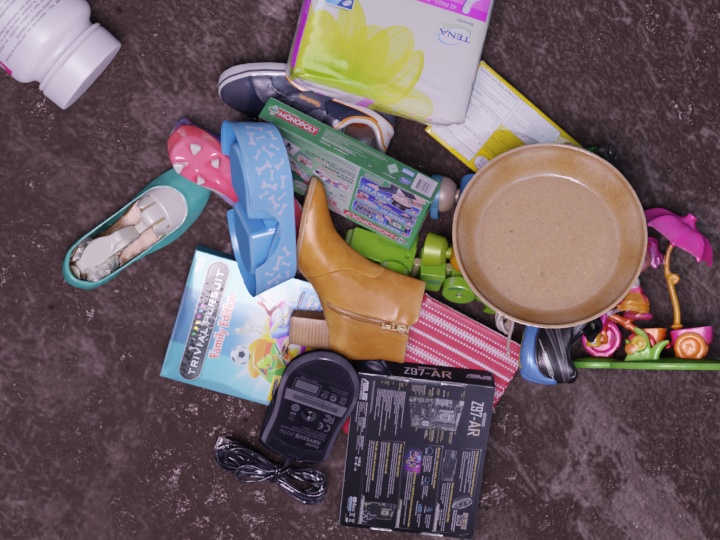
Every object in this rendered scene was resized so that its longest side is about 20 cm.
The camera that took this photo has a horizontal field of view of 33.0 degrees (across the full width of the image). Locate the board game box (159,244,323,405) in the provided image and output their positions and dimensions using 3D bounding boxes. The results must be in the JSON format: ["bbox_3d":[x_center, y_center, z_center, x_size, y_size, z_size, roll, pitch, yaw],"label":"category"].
[{"bbox_3d":[-0.112,0.072,1.386,0.200,0.047,0.151,16,97,-8],"label":"board game box"}]

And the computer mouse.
[{"bbox_3d":[-0.067,0.160,1.359,0.138,0.053,0.200,24,116,-9],"label":"computer mouse"}]

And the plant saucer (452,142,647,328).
[{"bbox_3d":[0.195,-0.033,1.265,0.200,0.035,0.201,-1,74,3],"label":"plant saucer"}]

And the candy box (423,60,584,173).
[{"bbox_3d":[0.179,-0.137,1.388,0.200,0.026,0.102,39,93,-10],"label":"candy box"}]

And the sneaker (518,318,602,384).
[{"bbox_3d":[0.235,0.041,1.369,0.083,0.071,0.200,15,64,9],"label":"sneaker"}]

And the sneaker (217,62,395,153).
[{"bbox_3d":[-0.058,-0.171,1.325,0.199,0.078,0.080,7,64,-7],"label":"sneaker"}]

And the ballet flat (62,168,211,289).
[{"bbox_3d":[-0.246,-0.044,1.343,0.200,0.070,0.067,-38,97,1],"label":"ballet flat"}]

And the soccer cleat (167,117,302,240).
[{"bbox_3d":[-0.130,-0.096,1.349,0.200,0.077,0.067,36,114,-29],"label":"soccer cleat"}]

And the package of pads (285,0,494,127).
[{"bbox_3d":[0.031,-0.244,1.280,0.200,0.068,0.155,13,91,-15],"label":"package of pads"}]

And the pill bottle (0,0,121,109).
[{"bbox_3d":[-0.357,-0.271,1.275,0.200,0.113,0.113,42,94,-10],"label":"pill bottle"}]

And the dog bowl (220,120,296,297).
[{"bbox_3d":[-0.104,-0.066,1.262,0.049,0.112,0.200,-13,130,-16],"label":"dog bowl"}]

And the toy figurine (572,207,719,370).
[{"bbox_3d":[0.330,0.022,1.397,0.200,0.150,0.185,-1,86,19],"label":"toy figurine"}]

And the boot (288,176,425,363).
[{"bbox_3d":[0.000,0.001,1.324,0.144,0.071,0.202,5,108,1],"label":"boot"}]

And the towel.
[{"bbox_3d":[0.084,0.138,1.406,0.144,0.022,0.200,27,109,-9],"label":"towel"}]

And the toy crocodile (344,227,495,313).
[{"bbox_3d":[0.074,-0.002,1.388,0.200,0.062,0.068,14,58,-5],"label":"toy crocodile"}]

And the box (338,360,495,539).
[{"bbox_3d":[0.063,0.206,1.396,0.160,0.044,0.200,5,110,0],"label":"box"}]

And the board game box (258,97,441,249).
[{"bbox_3d":[-0.019,-0.101,1.306,0.200,0.135,0.029,27,70,2],"label":"board game box"}]

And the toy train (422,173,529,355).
[{"bbox_3d":[0.119,-0.012,1.331,0.115,0.085,0.200,7,72,10],"label":"toy train"}]

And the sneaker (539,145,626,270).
[{"bbox_3d":[0.223,-0.043,1.342,0.078,0.085,0.200,34,74,-33],"label":"sneaker"}]
